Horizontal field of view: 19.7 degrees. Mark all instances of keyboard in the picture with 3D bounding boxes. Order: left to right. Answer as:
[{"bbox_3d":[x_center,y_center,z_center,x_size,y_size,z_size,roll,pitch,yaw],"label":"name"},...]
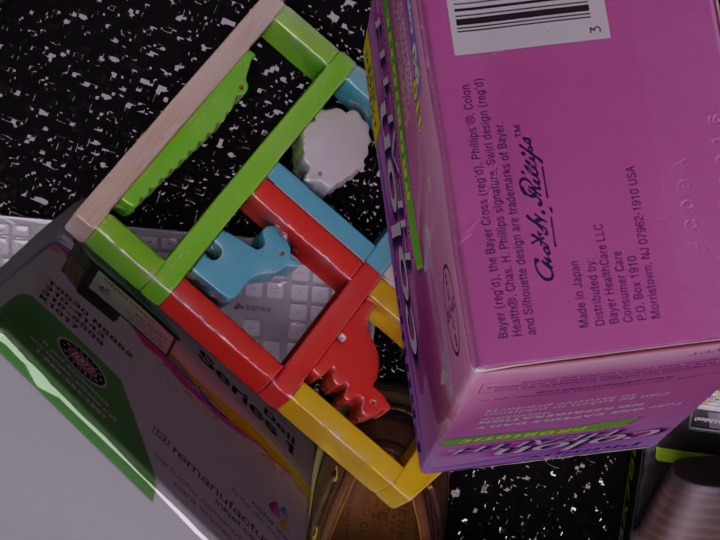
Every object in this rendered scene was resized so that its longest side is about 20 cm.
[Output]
[{"bbox_3d":[-0.092,0.009,0.865,0.199,0.011,0.057,5,102,2],"label":"keyboard"}]

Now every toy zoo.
[{"bbox_3d":[0.000,0.000,0.817,0.200,0.020,0.131,41,64,-5],"label":"toy zoo"}]

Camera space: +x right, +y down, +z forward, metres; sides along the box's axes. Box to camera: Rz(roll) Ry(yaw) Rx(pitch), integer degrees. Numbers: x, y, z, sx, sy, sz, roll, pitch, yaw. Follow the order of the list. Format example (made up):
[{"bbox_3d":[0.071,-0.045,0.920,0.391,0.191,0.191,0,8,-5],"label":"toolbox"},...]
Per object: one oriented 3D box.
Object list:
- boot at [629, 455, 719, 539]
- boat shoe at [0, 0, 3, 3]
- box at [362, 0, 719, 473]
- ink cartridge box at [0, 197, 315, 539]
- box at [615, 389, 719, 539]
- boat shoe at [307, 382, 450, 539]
[{"bbox_3d":[0.183,0.147,0.813,0.199,0.070,0.147,5,111,-3],"label":"boot"},{"bbox_3d":[-0.200,-0.188,0.801,0.200,0.071,0.091,44,135,13],"label":"boat shoe"},{"bbox_3d":[0.062,-0.035,0.721,0.096,0.200,0.177,-7,76,-4],"label":"box"},{"bbox_3d":[-0.095,0.068,0.776,0.084,0.200,0.145,-42,101,11],"label":"ink cartridge box"},{"bbox_3d":[0.209,0.094,0.851,0.199,0.048,0.194,6,104,1],"label":"box"},{"bbox_3d":[0.001,0.150,0.860,0.072,0.068,0.201,4,102,2],"label":"boat shoe"}]
